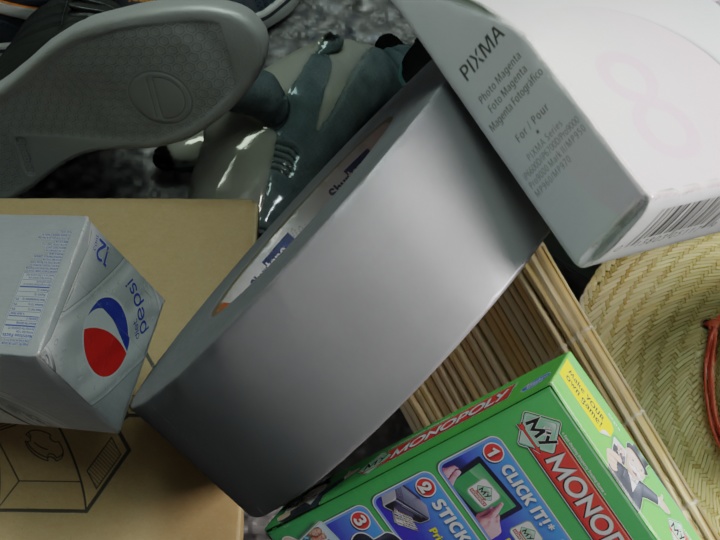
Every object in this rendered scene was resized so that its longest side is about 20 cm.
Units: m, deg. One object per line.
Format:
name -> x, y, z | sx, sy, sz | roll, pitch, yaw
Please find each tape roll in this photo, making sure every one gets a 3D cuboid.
tape roll -> 0.000, 0.000, 0.803 | 0.066, 0.200, 0.200 | 43, 54, -6

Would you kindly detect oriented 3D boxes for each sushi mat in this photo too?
sushi mat -> 0.076, 0.081, 0.799 | 0.012, 0.096, 0.200 | 7, 45, -47

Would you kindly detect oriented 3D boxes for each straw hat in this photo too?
straw hat -> 0.181, 0.038, 0.789 | 0.201, 0.085, 0.202 | 3, 74, -9

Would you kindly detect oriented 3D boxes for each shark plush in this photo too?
shark plush -> -0.017, -0.066, 1.014 | 0.200, 0.091, 0.083 | -32, 86, -45

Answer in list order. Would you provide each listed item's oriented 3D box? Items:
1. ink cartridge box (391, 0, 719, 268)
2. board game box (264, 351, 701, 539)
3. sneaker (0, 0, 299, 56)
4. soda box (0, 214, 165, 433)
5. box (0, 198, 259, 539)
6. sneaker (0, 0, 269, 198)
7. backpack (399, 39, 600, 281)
ink cartridge box -> 0.085, -0.101, 0.771 | 0.162, 0.057, 0.200 | -14, 68, -47
board game box -> 0.075, 0.142, 0.739 | 0.200, 0.134, 0.029 | 55, 29, -8
sneaker -> -0.120, -0.157, 1.042 | 0.200, 0.079, 0.079 | -12, 53, -19
soda box -> -0.185, 0.019, 0.840 | 0.200, 0.068, 0.064 | 2, 61, 28
box -> -0.129, 0.056, 0.882 | 0.163, 0.021, 0.200 | 1, 58, 0
sneaker -> -0.113, -0.102, 0.950 | 0.071, 0.200, 0.099 | 51, 41, -25
backpack -> 0.113, -0.102, 0.959 | 0.176, 0.153, 0.200 | 31, 41, -6
